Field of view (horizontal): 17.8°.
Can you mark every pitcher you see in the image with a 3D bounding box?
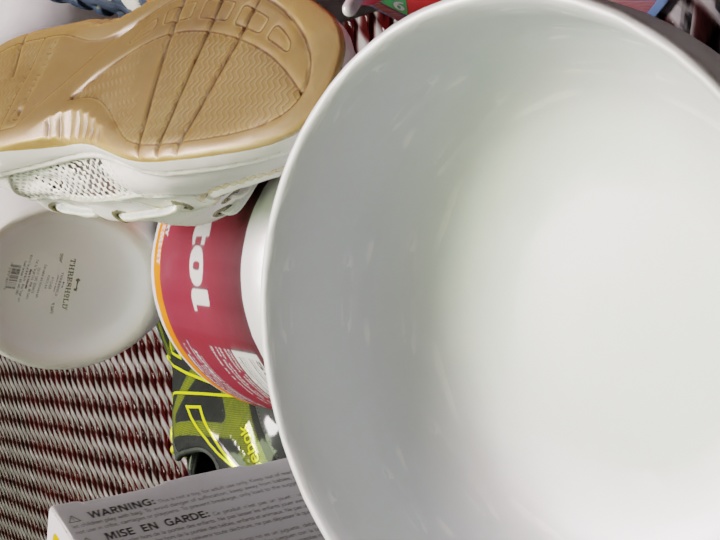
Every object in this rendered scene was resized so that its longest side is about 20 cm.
[{"bbox_3d":[-0.137,-0.028,1.005,0.200,0.121,0.172,-105,23,-54],"label":"pitcher"}]

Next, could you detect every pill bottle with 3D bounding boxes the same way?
[{"bbox_3d":[0.000,0.000,0.833,0.200,0.113,0.113,2,110,70],"label":"pill bottle"}]

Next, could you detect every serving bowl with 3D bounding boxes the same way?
[{"bbox_3d":[0.065,0.019,0.661,0.200,0.066,0.201,8,102,40],"label":"serving bowl"}]

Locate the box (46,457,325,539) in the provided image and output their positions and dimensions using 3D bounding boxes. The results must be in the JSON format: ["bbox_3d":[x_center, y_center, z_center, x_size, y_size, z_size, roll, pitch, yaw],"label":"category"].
[{"bbox_3d":[-0.040,0.175,0.762,0.101,0.112,0.201,47,139,48],"label":"box"}]

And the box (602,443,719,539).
[{"bbox_3d":[0.093,0.125,0.702,0.137,0.040,0.200,-58,44,24],"label":"box"}]

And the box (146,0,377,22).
[{"bbox_3d":[-0.060,-0.192,0.831,0.200,0.097,0.125,57,158,34],"label":"box"}]

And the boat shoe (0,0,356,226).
[{"bbox_3d":[-0.059,-0.049,0.777,0.200,0.071,0.069,2,149,49],"label":"boat shoe"}]

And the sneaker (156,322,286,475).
[{"bbox_3d":[-0.069,0.056,1.101,0.074,0.085,0.200,29,-175,-31],"label":"sneaker"}]

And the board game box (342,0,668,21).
[{"bbox_3d":[0.014,-0.105,0.656,0.158,0.039,0.200,31,158,-1],"label":"board game box"}]

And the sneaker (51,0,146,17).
[{"bbox_3d":[-0.108,-0.130,0.957,0.200,0.075,0.085,44,117,0],"label":"sneaker"}]
